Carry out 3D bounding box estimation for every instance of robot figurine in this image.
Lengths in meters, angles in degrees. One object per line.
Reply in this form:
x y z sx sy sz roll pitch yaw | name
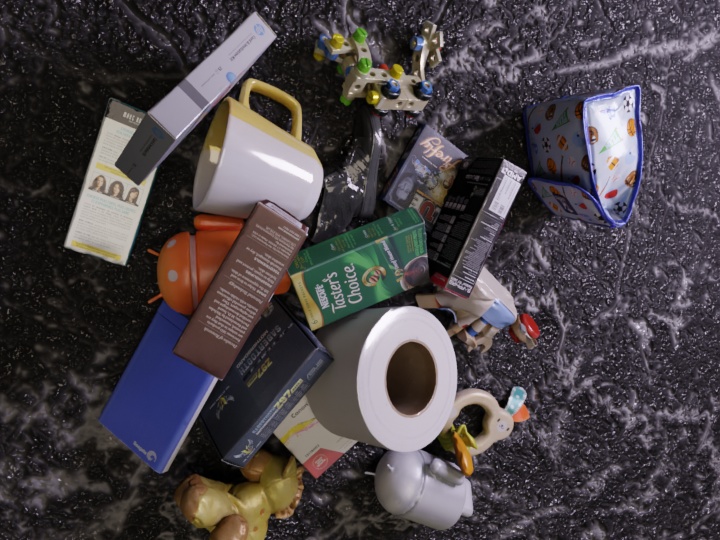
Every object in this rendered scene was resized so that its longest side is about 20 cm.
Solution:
-0.196 0.003 0.743 0.195 0.117 0.147 -3 109 -17 | robot figurine
0.105 0.378 0.923 0.198 0.114 0.170 28 126 -21 | robot figurine

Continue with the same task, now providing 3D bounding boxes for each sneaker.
-0.028 -0.145 0.795 0.102 0.060 0.205 -3 106 -22 | sneaker

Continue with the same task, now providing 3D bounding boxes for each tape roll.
0.032 0.158 0.799 0.199 0.138 0.208 4 83 -38 | tape roll

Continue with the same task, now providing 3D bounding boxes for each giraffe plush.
-0.166 0.352 0.821 0.201 0.172 0.162 49 65 -11 | giraffe plush

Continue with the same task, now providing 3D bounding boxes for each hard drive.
-0.282 0.165 0.762 0.130 0.025 0.203 30 92 16 | hard drive

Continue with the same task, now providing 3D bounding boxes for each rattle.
0.243 0.279 0.937 0.195 0.143 0.134 1 84 -12 | rattle

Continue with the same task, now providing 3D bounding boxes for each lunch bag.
0.355 -0.176 0.852 0.121 0.170 0.204 -16 107 -10 | lunch bag

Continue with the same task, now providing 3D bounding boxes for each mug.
-0.128 -0.151 0.722 0.151 0.149 0.190 16 103 -28 | mug

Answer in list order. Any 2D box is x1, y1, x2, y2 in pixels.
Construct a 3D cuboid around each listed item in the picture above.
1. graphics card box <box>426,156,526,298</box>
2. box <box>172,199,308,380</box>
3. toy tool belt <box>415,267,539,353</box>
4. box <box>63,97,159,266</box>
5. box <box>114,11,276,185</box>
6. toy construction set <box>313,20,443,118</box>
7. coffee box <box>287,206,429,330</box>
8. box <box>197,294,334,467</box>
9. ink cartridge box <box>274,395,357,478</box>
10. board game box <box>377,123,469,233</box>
0.160 -0.069 0.799 0.050 0.125 0.204 21 95 -18 | graphics card box
-0.141 0.018 0.643 0.074 0.100 0.202 32 95 -9 | box
0.197 0.076 0.900 0.199 0.126 0.122 41 119 -18 | toy tool belt
-0.324 -0.117 0.711 0.081 0.049 0.204 19 96 -21 | box
-0.200 -0.204 0.636 0.041 0.155 0.202 42 57 -22 | box
0.039 -0.295 0.770 0.196 0.093 0.133 -17 69 -21 | toy construction set
0.000 0.000 0.747 0.196 0.044 0.124 -21 136 -8 | coffee box
-0.151 0.150 0.766 0.201 0.157 0.051 -49 138 -1 | box
-0.093 0.217 0.848 0.116 0.067 0.201 -40 110 -6 | ink cartridge box
0.142 -0.124 0.867 0.198 0.035 0.137 30 92 -21 | board game box
